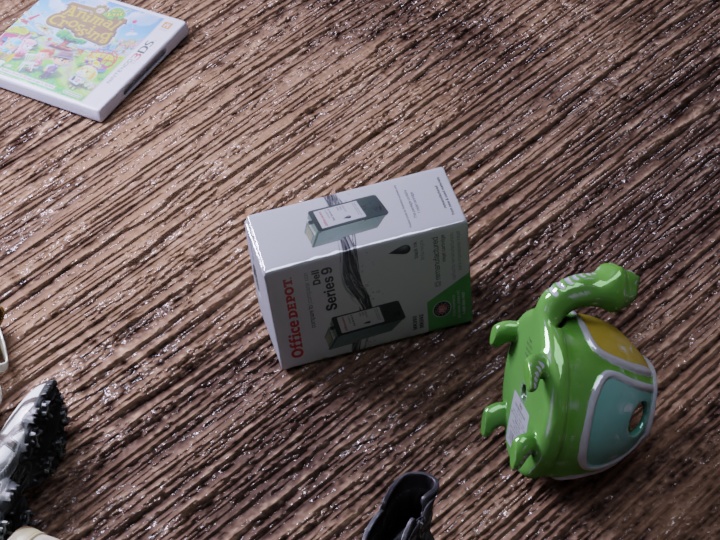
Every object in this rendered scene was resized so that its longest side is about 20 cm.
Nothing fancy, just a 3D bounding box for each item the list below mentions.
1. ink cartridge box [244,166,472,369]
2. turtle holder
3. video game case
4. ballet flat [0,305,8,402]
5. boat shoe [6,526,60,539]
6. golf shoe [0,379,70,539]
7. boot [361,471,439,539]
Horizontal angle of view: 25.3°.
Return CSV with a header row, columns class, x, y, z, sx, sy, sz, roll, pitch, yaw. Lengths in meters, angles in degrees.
class,x,y,z,sx,sy,sz,roll,pitch,yaw
ink cartridge box,0.000,0.000,1.539,0.199,0.146,0.084,-15,47,-6
turtle holder,0.188,0.091,1.414,0.131,0.141,0.187,3,82,-12
video game case,-0.337,-0.265,1.921,0.199,0.022,0.182,20,51,24
ballet flat,-0.372,0.100,1.545,0.063,0.069,0.201,1,46,-11
boat shoe,-0.302,0.299,1.338,0.064,0.072,0.200,13,48,20
golf shoe,-0.331,0.176,1.458,0.094,0.078,0.201,1,41,16
boot,0.013,0.267,1.287,0.069,0.132,0.201,9,48,14
